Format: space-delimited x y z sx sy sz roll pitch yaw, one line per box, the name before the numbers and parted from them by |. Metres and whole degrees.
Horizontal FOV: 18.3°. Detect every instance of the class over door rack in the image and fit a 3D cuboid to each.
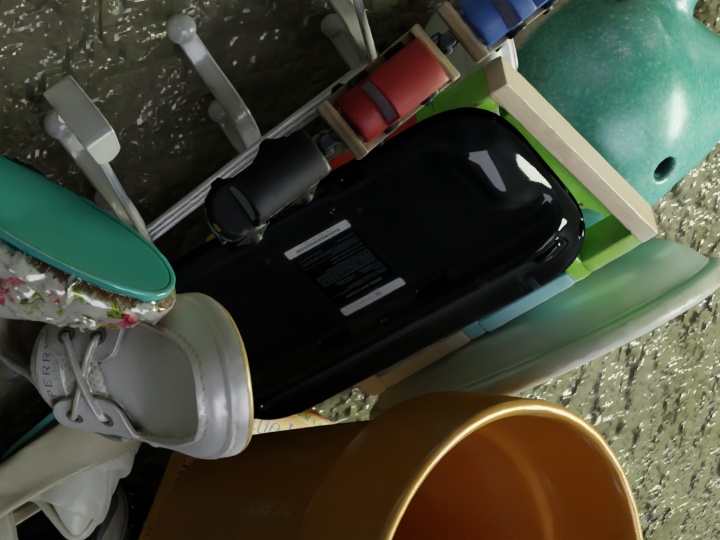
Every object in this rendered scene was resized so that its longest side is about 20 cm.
over door rack | -0.061 -0.090 0.939 0.148 0.067 0.200 -38 171 -8

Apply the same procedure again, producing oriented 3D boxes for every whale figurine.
whale figurine | 0.147 -0.082 1.122 0.199 0.104 0.160 -6 129 -37

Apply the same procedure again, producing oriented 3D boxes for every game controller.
game controller | 0.000 0.000 1.014 0.199 0.042 0.104 -29 119 21

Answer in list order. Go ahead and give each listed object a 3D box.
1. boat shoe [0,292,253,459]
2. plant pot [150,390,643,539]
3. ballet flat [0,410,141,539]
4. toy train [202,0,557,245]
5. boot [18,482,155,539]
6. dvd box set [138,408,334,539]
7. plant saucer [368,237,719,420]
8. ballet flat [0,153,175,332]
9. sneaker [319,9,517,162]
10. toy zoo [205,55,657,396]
boat shoe | -0.109 0.044 0.971 0.069 0.200 0.071 -5 97 -27
plant pot | 0.003 0.150 1.059 0.200 0.183 0.201 -7 99 -45
ballet flat | -0.165 0.116 1.078 0.199 0.070 0.070 -32 139 -5
toy train | 0.014 -0.079 0.951 0.200 0.034 0.046 -39 -179 -7
boot | -0.131 0.206 1.174 0.153 0.073 0.204 18 103 -46
dvd box set | -0.061 0.165 1.149 0.146 0.029 0.201 35 69 -45
plant saucer | 0.088 0.021 1.153 0.199 0.200 0.050 -26 94 -18
ballet flat | -0.172 -0.022 0.912 0.199 0.076 0.064 30 120 -13
sneaker | 0.012 -0.045 1.058 0.099 0.075 0.200 -1 134 -29
toy zoo | 0.021 -0.008 1.045 0.199 0.021 0.131 -30 133 22
